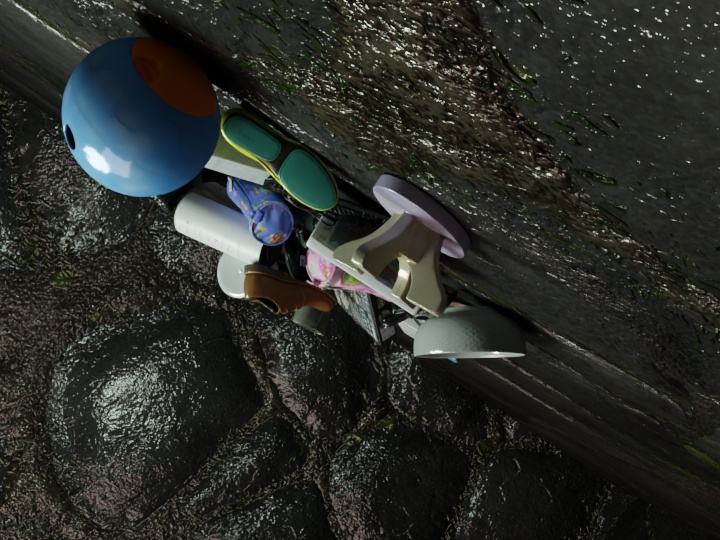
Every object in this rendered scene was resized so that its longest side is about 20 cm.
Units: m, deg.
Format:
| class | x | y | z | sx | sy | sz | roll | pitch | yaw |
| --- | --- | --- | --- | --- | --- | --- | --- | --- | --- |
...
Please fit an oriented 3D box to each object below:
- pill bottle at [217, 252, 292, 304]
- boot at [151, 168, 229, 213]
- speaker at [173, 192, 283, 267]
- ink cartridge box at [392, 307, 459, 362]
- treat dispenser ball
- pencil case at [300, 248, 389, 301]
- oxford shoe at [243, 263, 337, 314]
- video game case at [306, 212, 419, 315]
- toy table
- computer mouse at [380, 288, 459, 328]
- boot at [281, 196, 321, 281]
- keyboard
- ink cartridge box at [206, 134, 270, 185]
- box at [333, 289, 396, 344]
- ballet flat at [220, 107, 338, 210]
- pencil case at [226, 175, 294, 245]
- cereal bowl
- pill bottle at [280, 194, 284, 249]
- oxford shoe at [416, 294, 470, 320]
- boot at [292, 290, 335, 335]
| class | x | y | z | sx | sy | sz | roll | pitch | yaw |
| --- | --- | --- | --- | --- | --- | --- | --- | --- | --- |
| pill bottle | -0.184 | 0.013 | 1.768 | 0.106 | 0.107 | 0.200 | 29 | -175 | 26 |
| boot | -0.321 | -0.171 | 1.724 | 0.079 | 0.159 | 0.211 | 30 | 173 | 27 |
| speaker | -0.240 | -0.071 | 1.647 | 0.199 | 0.082 | 0.081 | 23 | 171 | 22 |
| ink cartridge box | 0.157 | 0.114 | 1.922 | 0.144 | 0.085 | 0.200 | 30 | 174 | 16 |
| treat dispenser ball | -0.280 | -0.196 | 1.161 | 0.200 | 0.202 | 0.201 | 31 | 173 | 4 |
| pencil case | 0.000 | 0.000 | 1.503 | 0.199 | 0.088 | 0.087 | 11 | -171 | -41 |
| oxford shoe | -0.129 | 0.050 | 1.631 | 0.199 | 0.072 | 0.071 | 18 | 159 | -33 |
| video game case | 0.018 | -0.026 | 1.440 | 0.199 | 0.023 | 0.183 | 33 | -156 | -5 |
| toy table | 0.057 | -0.029 | 1.194 | 0.183 | 0.118 | 0.200 | 26 | 172 | 43 |
| computer mouse | 0.119 | 0.043 | 1.644 | 0.200 | 0.139 | 0.046 | -32 | -79 | -62 |
| boot | -0.077 | -0.030 | 1.602 | 0.168 | 0.076 | 0.202 | 38 | 145 | 57 |
| keyboard | -0.055 | -0.094 | 1.376 | 0.198 | 0.040 | 0.104 | 19 | 177 | -9 |
| ink cartridge box | -0.155 | -0.164 | 1.450 | 0.198 | 0.041 | 0.199 | 18 | 177 | -15 |
| box | -0.006 | 0.021 | 1.690 | 0.161 | 0.049 | 0.201 | 40 | 154 | 42 |
| ballet flat | -0.111 | -0.163 | 1.281 | 0.199 | 0.067 | 0.067 | 37 | -166 | -15 |
| pencil case | -0.180 | -0.120 | 1.585 | 0.086 | 0.078 | 0.200 | 21 | -162 | -31 |
| cereal bowl | 0.189 | 0.108 | 1.572 | 0.198 | 0.084 | 0.200 | -1 | 171 | 0 |
| pill bottle | -0.164 | -0.096 | 1.759 | 0.112 | 0.113 | 0.200 | 33 | 173 | -13 |
| oxford shoe | 0.188 | 0.101 | 1.724 | 0.199 | 0.074 | 0.071 | 26 | 171 | 44 |
| boot | -0.084 | 0.013 | 1.785 | 0.072 | 0.201 | 0.182 | 27 | 172 | 44 |
